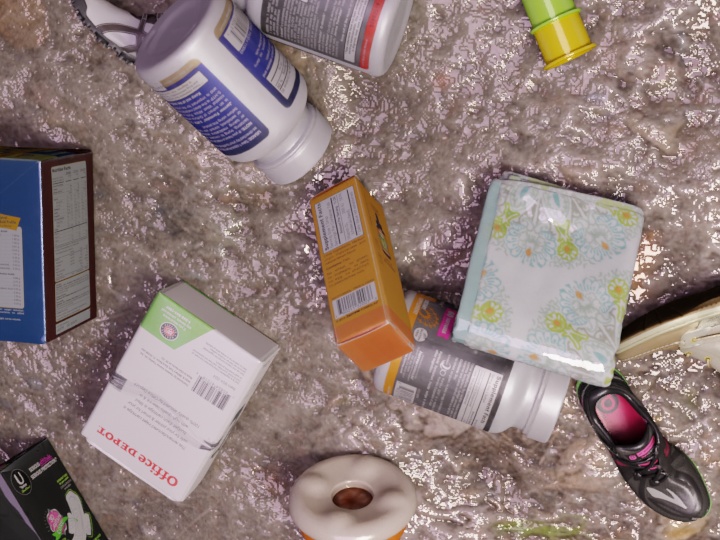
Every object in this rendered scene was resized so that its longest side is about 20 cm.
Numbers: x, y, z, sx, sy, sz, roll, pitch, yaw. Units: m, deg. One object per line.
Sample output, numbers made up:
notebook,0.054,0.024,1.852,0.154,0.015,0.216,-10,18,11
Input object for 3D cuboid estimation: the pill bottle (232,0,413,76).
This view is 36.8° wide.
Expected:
pill bottle,-0.051,-0.289,1.134,0.197,0.116,0.117,21,103,6

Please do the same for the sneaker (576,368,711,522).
sneaker,0.300,0.196,1.168,0.077,0.084,0.200,-41,90,15

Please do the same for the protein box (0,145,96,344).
protein box,-0.420,-0.036,1.238,0.195,0.135,0.203,4,101,10

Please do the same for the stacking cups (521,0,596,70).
stacking cups,0.176,-0.310,1.121,0.060,0.060,0.202,-25,91,14

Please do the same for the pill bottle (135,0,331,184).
pill bottle,-0.125,-0.186,1.131,0.119,0.120,0.200,-37,125,14

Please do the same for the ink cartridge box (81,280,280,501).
ink cartridge box,-0.208,0.139,1.254,0.145,0.084,0.201,33,104,4

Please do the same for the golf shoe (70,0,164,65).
golf shoe,-0.222,-0.259,1.198,0.199,0.078,0.095,36,100,-7

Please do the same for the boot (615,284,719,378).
boot,0.379,0.101,1.145,0.198,0.072,0.157,-21,98,13

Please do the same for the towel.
towel,0.197,0.004,1.127,0.169,0.048,0.202,15,69,8

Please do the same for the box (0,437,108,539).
box,-0.409,0.336,1.306,0.147,0.124,0.202,-29,93,14

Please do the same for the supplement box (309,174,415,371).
supplement box,0.000,0.000,1.142,0.068,0.067,0.202,-23,51,18

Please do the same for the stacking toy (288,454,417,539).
stacking toy,-0.006,0.328,1.246,0.144,0.147,0.203,3,118,10

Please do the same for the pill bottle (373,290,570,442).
pill bottle,0.121,0.106,1.170,0.197,0.116,0.118,19,103,6
